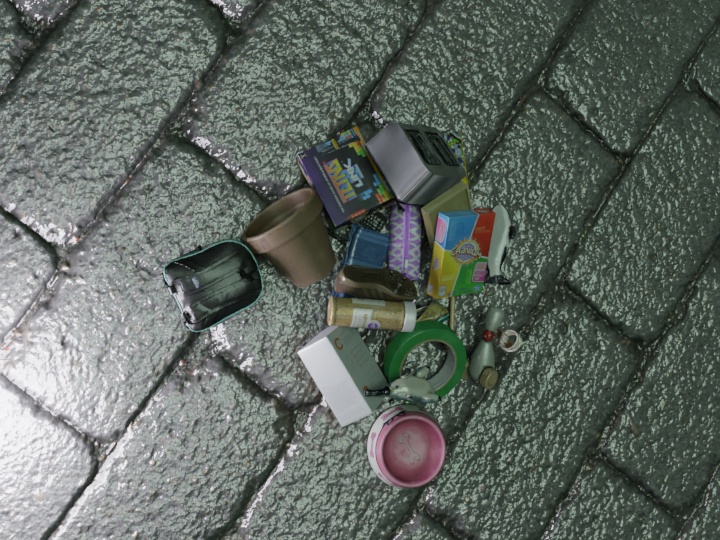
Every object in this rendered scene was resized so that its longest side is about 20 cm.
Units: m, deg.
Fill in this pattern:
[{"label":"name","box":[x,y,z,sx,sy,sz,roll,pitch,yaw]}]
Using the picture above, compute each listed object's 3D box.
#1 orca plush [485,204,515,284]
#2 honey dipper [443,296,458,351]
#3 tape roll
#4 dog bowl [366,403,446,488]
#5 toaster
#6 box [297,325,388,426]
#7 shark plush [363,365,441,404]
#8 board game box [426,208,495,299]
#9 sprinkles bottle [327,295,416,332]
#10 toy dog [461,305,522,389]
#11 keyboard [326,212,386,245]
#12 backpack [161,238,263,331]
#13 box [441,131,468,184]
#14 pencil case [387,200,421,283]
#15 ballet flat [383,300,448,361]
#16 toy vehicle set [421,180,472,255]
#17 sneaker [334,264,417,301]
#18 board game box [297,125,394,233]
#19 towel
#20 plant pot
[{"label":"orca plush","box":[0.355,-0.058,1.783,0.071,0.104,0.203,23,53,-47]},{"label":"honey dipper","box":[0.227,0.099,1.769,0.037,0.038,0.204,5,85,-11]},{"label":"tape roll","box":[0.153,0.218,1.698,0.197,0.048,0.204,-7,115,-16]},{"label":"dog bowl","box":[0.117,0.425,1.712,0.196,0.074,0.204,1,87,-12]},{"label":"toaster","box":[0.130,-0.243,1.661,0.179,0.119,0.202,-7,62,-50]},{"label":"box","box":[-0.035,0.231,1.649,0.097,0.124,0.202,-29,94,30]},{"label":"shark plush","box":[0.098,0.287,1.625,0.198,0.083,0.092,-7,59,-42]},{"label":"board game box","box":[0.239,-0.041,1.703,0.151,0.040,0.204,-8,115,-33]},{"label":"sprinkles bottle","box":[0.025,0.098,1.622,0.196,0.068,0.070,5,86,-10]},{"label":"toy dog","box":[0.318,0.194,1.750,0.132,0.096,0.201,47,113,31]},{"label":"keyboard","box":[-0.044,-0.130,1.732,0.198,0.021,0.128,33,81,-7]},{"label":"backpack","box":[-0.317,0.023,1.601,0.197,0.153,0.178,-25,95,-2]},{"label":"box","box":[0.222,-0.234,1.768,0.069,0.064,0.204,-8,89,-12]},{"label":"pencil case","box":[0.106,-0.072,1.726,0.082,0.085,0.204,0,85,9]},{"label":"ballet flat","box":[0.122,0.142,1.736,0.199,0.071,0.071,-36,94,-9]},{"label":"toy vehicle set","box":[0.217,-0.100,1.716,0.123,0.026,0.202,-33,134,-15]},{"label":"sneaker","box":[0.033,0.038,1.656,0.197,0.076,0.071,16,52,-20]},{"label":"board game box","box":[-0.034,-0.216,1.694,0.163,0.057,0.202,-27,79,-11]},{"label":"towel","box":[0.000,0.000,1.706,0.110,0.048,0.204,15,89,-34]},{"label":"plant pot","box":[-0.144,-0.061,1.636,0.199,0.200,0.176,-36,111,-11]}]
